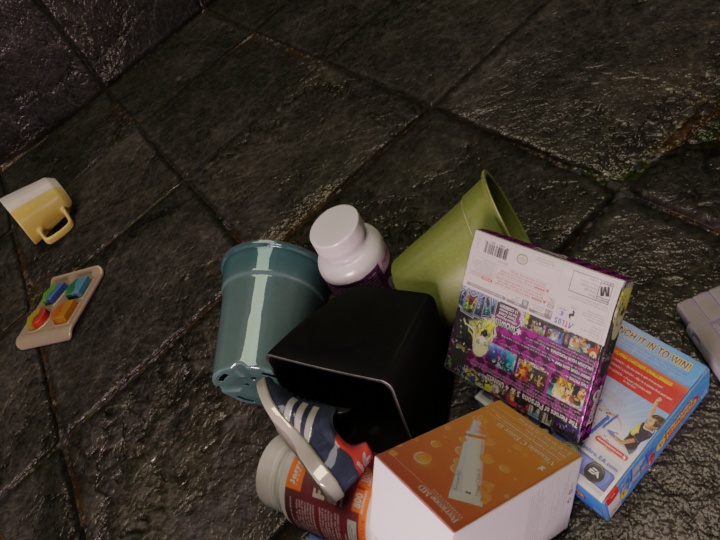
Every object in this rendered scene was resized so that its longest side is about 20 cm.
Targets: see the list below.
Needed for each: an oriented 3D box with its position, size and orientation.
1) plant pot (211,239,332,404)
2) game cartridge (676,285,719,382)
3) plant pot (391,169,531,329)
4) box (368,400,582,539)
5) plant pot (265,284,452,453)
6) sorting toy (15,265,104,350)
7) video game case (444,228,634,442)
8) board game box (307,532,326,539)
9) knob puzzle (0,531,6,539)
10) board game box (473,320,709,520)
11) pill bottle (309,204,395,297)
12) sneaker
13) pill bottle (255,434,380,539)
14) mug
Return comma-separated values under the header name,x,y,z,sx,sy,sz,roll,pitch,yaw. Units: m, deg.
name,x,y,z,sx,sy,sz,roll,pitch,yaw
plant pot,-0.146,0.093,0.961,0.194,0.201,0.202,-9,55,24
game cartridge,0.466,0.095,0.683,0.127,0.039,0.204,-27,43,14
plant pot,0.149,-0.006,0.877,0.187,0.200,0.204,-30,41,22
box,0.122,0.237,0.643,0.195,0.101,0.123,-13,26,-35
plant pot,0.023,0.135,0.818,0.195,0.204,0.179,5,42,34
sorting toy,-0.714,0.082,1.428,0.179,0.037,0.205,-12,47,23
video game case,0.198,0.067,0.708,0.197,0.035,0.188,24,108,44
board game box,-0.011,0.414,0.690,0.195,0.037,0.154,8,58,36
knob puzzle,-0.515,0.448,0.871,0.030,0.222,0.217,-44,43,-14
board game box,0.274,0.151,0.734,0.195,0.056,0.199,-44,43,-10
pill bottle,0.000,0.000,0.932,0.109,0.202,0.115,-16,44,17
sneaker,-0.056,0.186,0.740,0.084,0.076,0.199,-35,46,-16
pill bottle,-0.032,0.278,0.767,0.195,0.115,0.116,5,54,34
mug,-0.899,-0.168,1.721,0.153,0.189,0.149,-41,9,-22
